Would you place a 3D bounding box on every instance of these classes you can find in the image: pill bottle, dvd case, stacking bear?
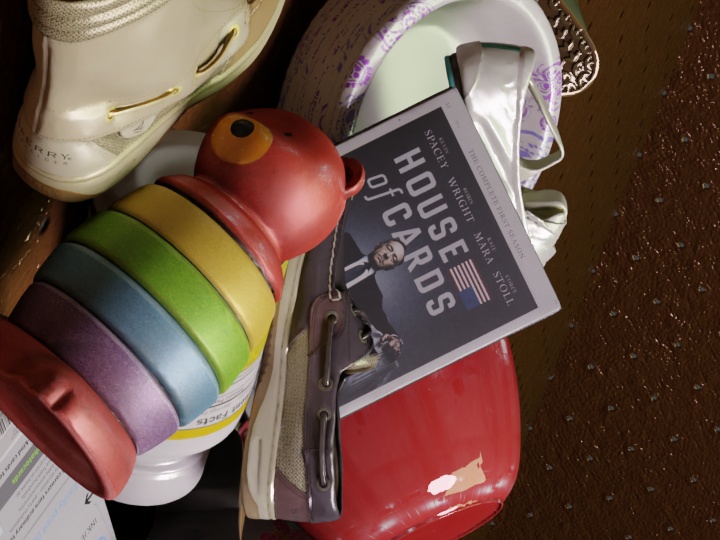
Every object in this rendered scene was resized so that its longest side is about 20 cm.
[{"bbox_3d":[-0.107,0.032,1.107,0.111,0.111,0.200,-48,161,-52],"label":"pill bottle"},{"bbox_3d":[0.000,0.000,1.201,0.200,0.151,0.025,-26,-177,-1],"label":"dvd case"},{"bbox_3d":[-0.087,0.001,0.955,0.200,0.121,0.114,-46,139,-17],"label":"stacking bear"}]

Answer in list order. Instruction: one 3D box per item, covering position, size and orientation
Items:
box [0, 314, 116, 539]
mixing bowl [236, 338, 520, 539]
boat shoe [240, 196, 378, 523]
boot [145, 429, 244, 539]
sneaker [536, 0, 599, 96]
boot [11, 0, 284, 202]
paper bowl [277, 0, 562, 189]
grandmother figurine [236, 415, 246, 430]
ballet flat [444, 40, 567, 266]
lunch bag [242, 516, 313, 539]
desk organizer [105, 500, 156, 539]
[{"bbox_3d":[-0.194,0.146,1.035,0.156,0.041,0.200,-55,150,-36],"label":"box"},{"bbox_3d":[0.028,0.122,1.296,0.200,0.109,0.200,-23,161,-8],"label":"mixing bowl"},{"bbox_3d":[-0.021,0.046,1.145,0.072,0.065,0.201,75,25,-80],"label":"boat shoe"},{"bbox_3d":[-0.097,0.183,1.153,0.200,0.073,0.076,-78,168,-48],"label":"boot"},{"bbox_3d":[0.112,-0.226,1.469,0.067,0.201,0.090,-25,-163,5],"label":"sneaker"},{"bbox_3d":[-0.088,-0.142,0.916,0.200,0.073,0.156,-50,166,-30],"label":"boot"},{"bbox_3d":[0.028,-0.107,1.305,0.200,0.104,0.201,-22,126,-35],"label":"paper bowl"},{"bbox_3d":[-0.051,0.061,1.350,0.200,0.061,0.121,-31,-171,40],"label":"grandmother figurine"},{"bbox_3d":[0.099,-0.054,1.267,0.069,0.069,0.201,-51,139,-46],"label":"ballet flat"},{"bbox_3d":[-0.068,0.263,1.291,0.200,0.169,0.127,-43,163,-54],"label":"lunch bag"},{"bbox_3d":[-0.190,0.205,1.177,0.200,0.072,0.077,-49,172,-51],"label":"desk organizer"}]
